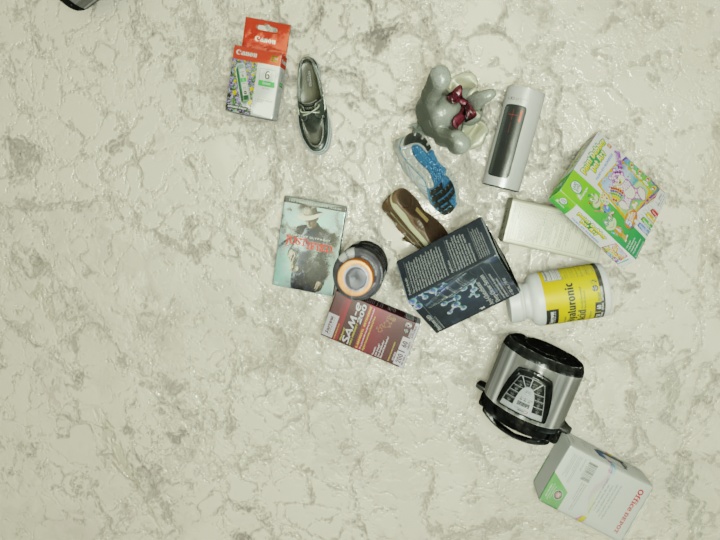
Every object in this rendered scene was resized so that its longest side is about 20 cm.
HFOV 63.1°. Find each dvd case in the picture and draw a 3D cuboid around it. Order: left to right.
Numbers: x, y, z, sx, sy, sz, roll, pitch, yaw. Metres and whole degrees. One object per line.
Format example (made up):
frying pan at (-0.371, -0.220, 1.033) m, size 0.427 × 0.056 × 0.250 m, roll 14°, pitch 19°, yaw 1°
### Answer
dvd case at (-0.114, -0.054, 1.302) m, size 0.143 × 0.022 × 0.203 m, roll 11°, pitch 99°, yaw 5°

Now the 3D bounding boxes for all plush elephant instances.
plush elephant at (0.198, -0.322, 1.169) m, size 0.153 × 0.200 × 0.167 m, roll -24°, pitch 97°, yaw -14°

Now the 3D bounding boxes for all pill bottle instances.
pill bottle at (0.000, 0.000, 1.206) m, size 0.104 × 0.200 × 0.108 m, roll 1°, pitch 98°, yaw 6°
pill bottle at (0.405, 0.054, 1.214) m, size 0.197 × 0.111 × 0.113 m, roll -9°, pitch 97°, yaw 8°

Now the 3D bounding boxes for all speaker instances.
speaker at (0.312, -0.268, 1.194) m, size 0.080 × 0.081 × 0.203 m, roll 14°, pitch 100°, yaw 4°

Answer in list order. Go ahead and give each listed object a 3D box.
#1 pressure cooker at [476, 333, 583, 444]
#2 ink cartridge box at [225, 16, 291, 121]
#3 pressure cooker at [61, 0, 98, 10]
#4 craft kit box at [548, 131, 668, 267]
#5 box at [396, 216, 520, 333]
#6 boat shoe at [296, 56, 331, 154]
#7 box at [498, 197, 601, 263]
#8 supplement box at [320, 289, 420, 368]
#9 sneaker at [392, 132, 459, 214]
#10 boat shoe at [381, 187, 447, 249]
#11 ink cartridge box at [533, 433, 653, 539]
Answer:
pressure cooker at (0.350, 0.253, 1.211) m, size 0.176 × 0.176 × 0.203 m, roll 16°, pitch 102°, yaw -22°
ink cartridge box at (-0.216, -0.429, 1.243) m, size 0.107 × 0.050 × 0.203 m, roll 12°, pitch 100°, yaw 5°
pressure cooker at (-0.555, -0.657, 1.186) m, size 0.198 × 0.176 × 0.181 m, roll -29°, pitch 70°, yaw 9°
craft kit box at (0.491, -0.144, 1.154) m, size 0.197 × 0.049 × 0.201 m, roll 40°, pitch 61°, yaw 1°
box at (0.197, 0.013, 1.189) m, size 0.198 × 0.108 × 0.148 m, roll -28°, pitch 137°, yaw 17°
boat shoe at (-0.107, -0.346, 1.233) m, size 0.071 × 0.071 × 0.204 m, roll -9°, pitch 98°, yaw 7°
box at (0.395, -0.085, 1.211) m, size 0.197 × 0.078 × 0.097 m, roll 14°, pitch 99°, yaw 4°
supplement box at (0.023, 0.123, 1.293) m, size 0.197 × 0.061 × 0.110 m, roll 21°, pitch 100°, yaw 4°
sneaker at (0.135, -0.204, 1.232) m, size 0.075 × 0.086 × 0.201 m, roll -42°, pitch 115°, yaw -13°
boat shoe at (0.123, -0.085, 1.256) m, size 0.203 × 0.075 × 0.074 m, roll 51°, pitch 139°, yaw -12°
ink cartridge box at (0.503, 0.468, 1.276) m, size 0.198 × 0.088 × 0.147 m, roll 26°, pitch 101°, yaw 4°
